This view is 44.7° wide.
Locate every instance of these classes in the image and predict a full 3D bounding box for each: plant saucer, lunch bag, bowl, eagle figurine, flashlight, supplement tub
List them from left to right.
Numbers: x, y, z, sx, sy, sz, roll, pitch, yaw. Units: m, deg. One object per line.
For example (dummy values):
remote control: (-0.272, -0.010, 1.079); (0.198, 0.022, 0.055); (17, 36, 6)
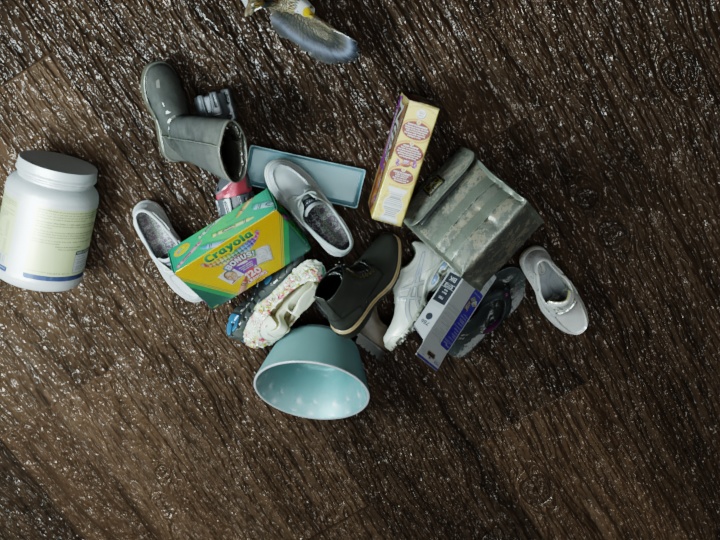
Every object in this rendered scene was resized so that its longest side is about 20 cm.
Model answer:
supplement tub: (-0.508, -0.081, 1.421); (0.145, 0.145, 0.200); (15, 106, -8)
flashlight: (-0.226, -0.191, 1.441); (0.068, 0.068, 0.200); (-21, 101, -32)
plant saucer: (-0.095, -0.160, 1.488); (0.200, 0.019, 0.070); (11, 107, -8)
eagle figurine: (-0.086, -0.418, 1.367); (0.200, 0.151, 0.152); (5, 154, -35)
bowl: (-0.079, 0.167, 1.524); (0.201, 0.105, 0.201); (4, 144, 3)
lunch bag: (0.170, -0.097, 1.442); (0.164, 0.200, 0.118); (-48, 147, 7)

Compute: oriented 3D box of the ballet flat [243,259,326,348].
ballet flat: (-0.127, 0.066, 1.469); (0.076, 0.064, 0.200); (28, 108, -35)

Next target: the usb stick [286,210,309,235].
usb stick: (-0.161, -0.051, 1.511); (0.200, 0.033, 0.055); (-31, 106, 6)

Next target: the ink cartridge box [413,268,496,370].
ink cartridge box: (0.154, 0.069, 1.509); (0.200, 0.039, 0.099); (-57, 145, -7)

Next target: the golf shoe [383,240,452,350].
golf shoe: (0.081, 0.042, 1.529); (0.097, 0.078, 0.200); (32, 82, 5)

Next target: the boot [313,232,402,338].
boot: (0.000, 0.000, 1.448); (0.077, 0.138, 0.200); (15, 68, 25)

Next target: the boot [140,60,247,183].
boot: (-0.259, -0.233, 1.362); (0.073, 0.200, 0.182); (-27, 117, -26)

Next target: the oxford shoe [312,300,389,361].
oxford shoe: (-0.019, 0.067, 1.546); (0.200, 0.073, 0.084); (40, 85, -17)

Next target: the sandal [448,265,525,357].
sandal: (0.228, 0.081, 1.568); (0.075, 0.048, 0.200); (35, 101, -15)

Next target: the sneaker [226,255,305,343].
sneaker: (-0.151, 0.048, 1.533); (0.082, 0.073, 0.200); (29, 109, -30)

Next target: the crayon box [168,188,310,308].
crayon box: (-0.198, -0.033, 1.442); (0.200, 0.058, 0.119); (-31, 138, 7)

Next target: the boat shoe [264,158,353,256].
boat shoe: (-0.080, -0.107, 1.448); (0.070, 0.072, 0.201); (-42, 97, -8)

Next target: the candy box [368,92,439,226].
candy box: (0.068, -0.184, 1.438); (0.056, 0.117, 0.200); (14, 107, -7)

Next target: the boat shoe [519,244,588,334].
boat shoe: (0.348, 0.047, 1.550); (0.071, 0.069, 0.200); (-37, 113, 6)

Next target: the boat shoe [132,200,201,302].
boat shoe: (-0.322, -0.027, 1.489); (0.072, 0.069, 0.200); (-22, 107, 4)
